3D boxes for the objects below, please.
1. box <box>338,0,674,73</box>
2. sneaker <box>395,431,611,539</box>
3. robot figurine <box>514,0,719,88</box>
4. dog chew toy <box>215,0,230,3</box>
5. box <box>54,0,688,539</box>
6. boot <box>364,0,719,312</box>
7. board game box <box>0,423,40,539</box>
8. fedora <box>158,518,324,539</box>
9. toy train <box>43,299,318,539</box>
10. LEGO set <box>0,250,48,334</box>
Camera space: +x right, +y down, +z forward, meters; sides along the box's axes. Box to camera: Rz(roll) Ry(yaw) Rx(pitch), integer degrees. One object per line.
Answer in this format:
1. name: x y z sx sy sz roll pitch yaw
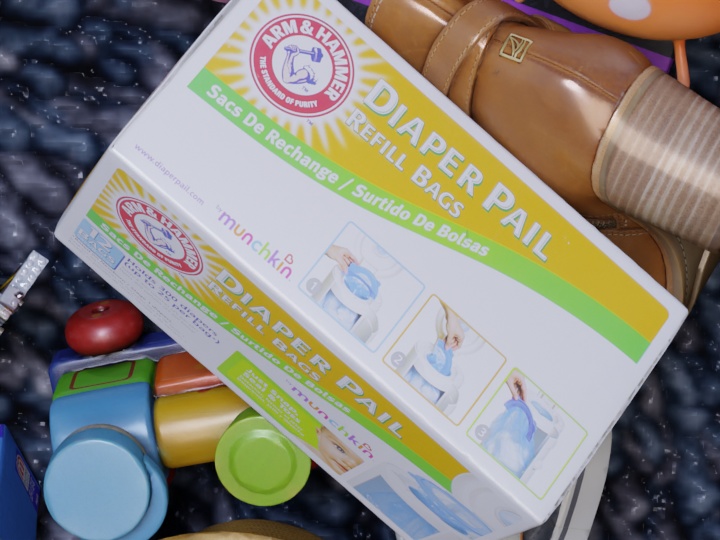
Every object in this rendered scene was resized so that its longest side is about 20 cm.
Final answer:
1. box: 0.083 -0.172 0.836 0.142 0.036 0.202 19 108 -7
2. sneaker: 0.048 0.143 0.913 0.079 0.078 0.202 9 97 -13
3. robot figurine: 0.119 -0.168 0.751 0.142 0.117 0.201 10 119 -16
4. dog chew toy: -0.043 -0.205 0.785 0.123 0.125 0.202 21 98 -7
5. box: 0.000 0.000 0.780 0.200 0.112 0.102 41 67 -4
6. boot: 0.072 -0.044 0.822 0.154 0.200 0.077 29 84 10
7. board game box: -0.208 0.159 0.852 0.151 0.201 0.045 -19 124 5
8. fedora: -0.049 0.171 0.909 0.198 0.082 0.202 4 124 6
9. toy train: -0.031 0.056 0.865 0.198 0.116 0.085 -10 108 3
10. LEGO set: -0.218 0.007 0.826 0.200 0.116 0.154 44 72 -6
